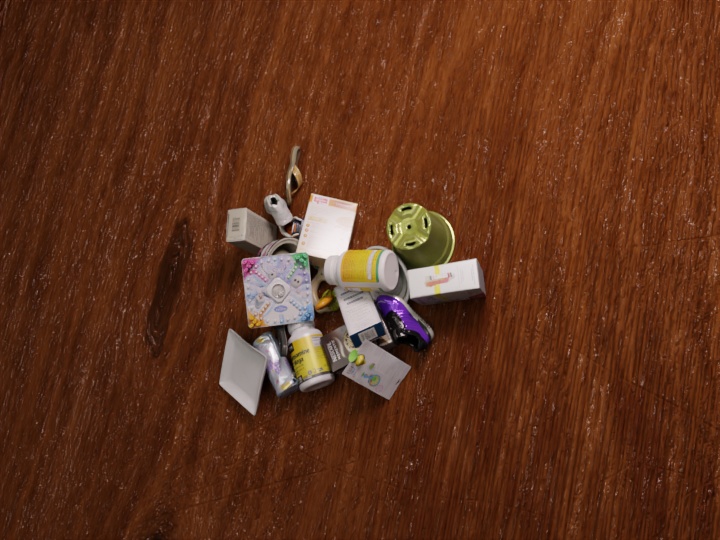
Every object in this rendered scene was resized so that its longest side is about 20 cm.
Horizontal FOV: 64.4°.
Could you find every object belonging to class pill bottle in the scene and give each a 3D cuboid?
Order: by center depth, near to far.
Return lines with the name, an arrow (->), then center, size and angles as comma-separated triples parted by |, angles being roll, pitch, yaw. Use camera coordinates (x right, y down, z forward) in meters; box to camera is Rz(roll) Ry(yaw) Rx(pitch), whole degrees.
pill bottle -> 0.000, 0.000, 1.607 | 0.195, 0.112, 0.116 | 0, 78, 29
pill bottle -> -0.154, 0.249, 1.714 | 0.110, 0.112, 0.204 | -24, 71, 13

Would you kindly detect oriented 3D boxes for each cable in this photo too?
cable -> -0.231, 0.177, 1.734 | 0.201, 0.049, 0.099 | 54, 130, 56

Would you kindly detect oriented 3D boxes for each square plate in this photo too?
square plate -> -0.361, 0.312, 1.777 | 0.198, 0.028, 0.203 | 28, 112, 37

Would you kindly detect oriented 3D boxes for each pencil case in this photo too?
pencil case -> -0.257, 0.289, 1.754 | 0.082, 0.091, 0.202 | -20, 63, -29

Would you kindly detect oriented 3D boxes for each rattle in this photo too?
rattle -> -0.127, 0.024, 1.746 | 0.128, 0.141, 0.206 | -14, 79, 35

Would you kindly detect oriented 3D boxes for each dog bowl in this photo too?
dog bowl -> -0.246, -0.002, 1.770 | 0.072, 0.198, 0.206 | 4, 78, 39

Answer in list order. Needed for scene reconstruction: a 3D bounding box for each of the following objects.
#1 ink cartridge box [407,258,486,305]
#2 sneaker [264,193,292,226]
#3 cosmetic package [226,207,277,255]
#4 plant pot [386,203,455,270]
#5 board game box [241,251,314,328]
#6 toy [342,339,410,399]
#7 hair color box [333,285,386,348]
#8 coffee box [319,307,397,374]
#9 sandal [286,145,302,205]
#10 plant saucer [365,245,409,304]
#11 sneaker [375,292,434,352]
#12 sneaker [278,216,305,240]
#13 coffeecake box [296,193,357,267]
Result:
ink cartridge box -> 0.242, 0.037, 1.600 | 0.195, 0.145, 0.086 | -9, 76, 18
sneaker -> -0.273, -0.216, 1.846 | 0.070, 0.081, 0.200 | -32, 33, -9
cosmetic package -> -0.343, -0.117, 1.819 | 0.069, 0.200, 0.108 | -3, 75, 19
plant pot -> 0.159, -0.102, 1.640 | 0.195, 0.184, 0.206 | -5, 75, 19
board game box -> -0.240, 0.059, 1.669 | 0.194, 0.026, 0.206 | -6, 96, -7
toy -> 0.041, 0.274, 1.615 | 0.116, 0.199, 0.047 | -54, 37, 2
hair color box -> -0.004, 0.114, 1.624 | 0.098, 0.061, 0.202 | -22, 42, 1
coffee box -> -0.006, 0.209, 1.680 | 0.197, 0.080, 0.115 | -28, 70, 7
sandal -> -0.214, -0.315, 1.893 | 0.052, 0.080, 0.206 | 9, 76, 0
plant saucer -> 0.077, 0.020, 1.685 | 0.197, 0.050, 0.205 | 19, 121, 35
sneaker -> 0.113, 0.152, 1.615 | 0.199, 0.100, 0.070 | 40, 137, 7
sneaker -> -0.172, -0.123, 1.825 | 0.195, 0.079, 0.081 | 5, 78, 20
coffeecake box -> -0.101, -0.117, 1.753 | 0.149, 0.073, 0.205 | 12, 69, 1
